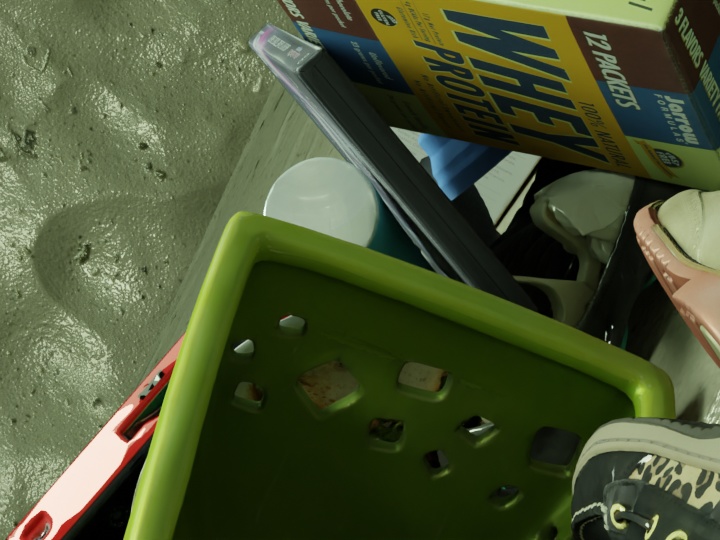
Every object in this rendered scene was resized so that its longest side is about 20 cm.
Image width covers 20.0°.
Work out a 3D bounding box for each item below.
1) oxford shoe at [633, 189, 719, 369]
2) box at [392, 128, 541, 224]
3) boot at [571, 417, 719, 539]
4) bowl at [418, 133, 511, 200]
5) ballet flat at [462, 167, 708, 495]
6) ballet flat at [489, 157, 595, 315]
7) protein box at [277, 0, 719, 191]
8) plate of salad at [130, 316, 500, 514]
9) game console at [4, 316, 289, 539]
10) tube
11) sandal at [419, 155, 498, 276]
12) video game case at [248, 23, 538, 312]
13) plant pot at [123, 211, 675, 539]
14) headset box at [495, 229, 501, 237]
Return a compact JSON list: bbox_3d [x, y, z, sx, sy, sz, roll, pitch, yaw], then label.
[{"bbox_3d":[0.150,0.001,0.739,0.074,0.071,0.200,-36,13,6],"label":"oxford shoe"},{"bbox_3d":[0.081,-0.129,1.286,0.201,0.097,0.125,-57,11,36],"label":"box"},{"bbox_3d":[0.096,0.127,0.634,0.152,0.073,0.200,-66,15,-13],"label":"boot"},{"bbox_3d":[0.109,-0.116,1.057,0.200,0.039,0.201,-42,0,0],"label":"bowl"},{"bbox_3d":[0.101,0.004,0.918,0.201,0.068,0.068,-65,12,-12],"label":"ballet flat"},{"bbox_3d":[0.101,-0.009,1.025,0.201,0.066,0.057,-60,-21,-18],"label":"ballet flat"},{"bbox_3d":[0.096,-0.165,0.901,0.200,0.198,0.135,-65,-33,-17],"label":"protein box"},{"bbox_3d":[-0.010,0.105,0.943,0.201,0.199,0.048,-61,39,14],"label":"plate of salad"},{"bbox_3d":[-0.065,0.119,0.975,0.200,0.177,0.031,-48,45,-1],"label":"game console"},{"bbox_3d":[0.000,0.000,0.951,0.200,0.077,0.051,56,-142,-73],"label":"tube"},{"bbox_3d":[0.042,0.011,1.097,0.042,0.076,0.201,-19,41,21],"label":"sandal"},{"bbox_3d":[0.009,-0.048,0.920,0.019,0.143,0.200,-40,13,1],"label":"video game case"},{"bbox_3d":[-0.004,0.130,0.798,0.201,0.197,0.182,-76,10,-48],"label":"plant pot"},{"bbox_3d":[-0.004,0.046,1.191,0.200,0.077,0.149,-47,-3,-37],"label":"headset box"}]
